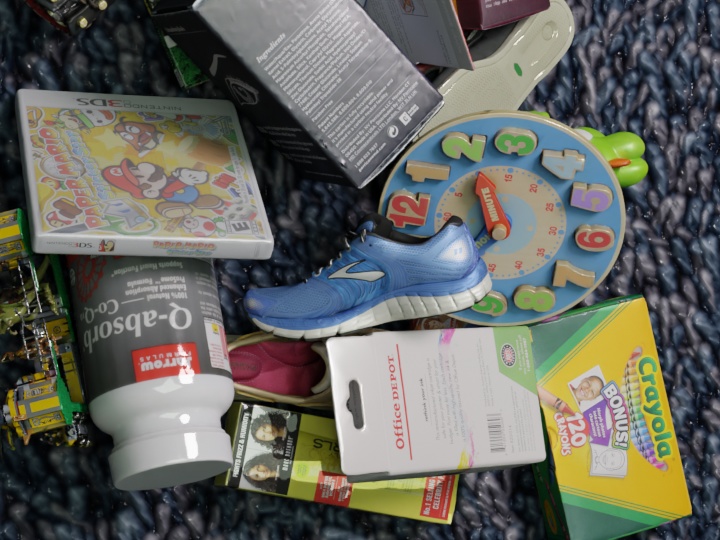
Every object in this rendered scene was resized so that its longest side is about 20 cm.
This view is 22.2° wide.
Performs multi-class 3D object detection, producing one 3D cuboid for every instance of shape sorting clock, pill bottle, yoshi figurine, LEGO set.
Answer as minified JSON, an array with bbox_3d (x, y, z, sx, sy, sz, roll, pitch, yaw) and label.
[{"bbox_3d":[0.113,-0.038,1.482,0.200,0.039,0.200,4,122,6],"label":"shape sorting clock"},{"bbox_3d":[-0.162,0.064,1.446,0.116,0.116,0.200,-7,73,-17],"label":"pill bottle"},{"bbox_3d":[0.145,-0.082,1.593,0.200,0.112,0.112,-8,133,-4],"label":"yoshi figurine"},{"bbox_3d":[-0.287,0.053,1.413,0.116,0.154,0.200,-15,92,1],"label":"LEGO set"}]

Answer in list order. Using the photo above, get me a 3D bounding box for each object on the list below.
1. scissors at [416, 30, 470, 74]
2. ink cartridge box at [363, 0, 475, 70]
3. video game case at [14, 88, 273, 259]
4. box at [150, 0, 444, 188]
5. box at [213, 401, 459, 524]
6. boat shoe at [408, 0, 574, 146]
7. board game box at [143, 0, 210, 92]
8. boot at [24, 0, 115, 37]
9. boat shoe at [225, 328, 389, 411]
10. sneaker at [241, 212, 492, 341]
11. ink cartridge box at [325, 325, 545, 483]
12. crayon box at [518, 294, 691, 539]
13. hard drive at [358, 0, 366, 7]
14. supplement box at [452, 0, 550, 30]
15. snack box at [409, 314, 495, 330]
[{"bbox_3d":[0.005,-0.176,1.584,0.200,0.014,0.073,-4,92,-16],"label":"scissors"},{"bbox_3d":[0.024,-0.261,1.466,0.045,0.176,0.200,-32,115,-25],"label":"ink cartridge box"},{"bbox_3d":[-0.174,-0.078,1.447,0.182,0.200,0.023,1,128,-17],"label":"video game case"},{"bbox_3d":[-0.053,-0.172,1.474,0.104,0.148,0.200,-46,109,-9],"label":"box"},{"bbox_3d":[-0.018,0.163,1.544,0.200,0.050,0.075,13,83,-17],"label":"box"},{"bbox_3d":[0.100,-0.163,1.565,0.200,0.068,0.072,-45,124,-27],"label":"boat shoe"},{"bbox_3d":[-0.080,-0.236,1.555,0.200,0.023,0.105,-25,98,-16],"label":"board game box"},{"bbox_3d":[-0.178,-0.245,1.441,0.154,0.204,0.073,-48,122,-9],"label":"boot"},{"bbox_3d":[-0.036,0.083,1.531,0.200,0.069,0.074,-2,89,-17],"label":"boat shoe"},{"bbox_3d":[0.000,0.000,1.470,0.200,0.079,0.089,-13,98,9],"label":"sneaker"},{"bbox_3d":[0.047,0.110,1.497,0.200,0.067,0.117,0,79,-33],"label":"ink cartridge box"},{"bbox_3d":[0.207,0.131,1.608,0.119,0.058,0.200,-14,92,-16],"label":"crayon box"},{"bbox_3d":[-0.065,-0.303,1.468,0.200,0.132,0.025,42,62,13],"label":"hard drive"},{"bbox_3d":[0.080,-0.306,1.524,0.086,0.110,0.200,-22,111,-38],"label":"supplement box"},{"bbox_3d":[0.105,-0.020,1.540,0.072,0.024,0.200,11,124,-15],"label":"snack box"}]
